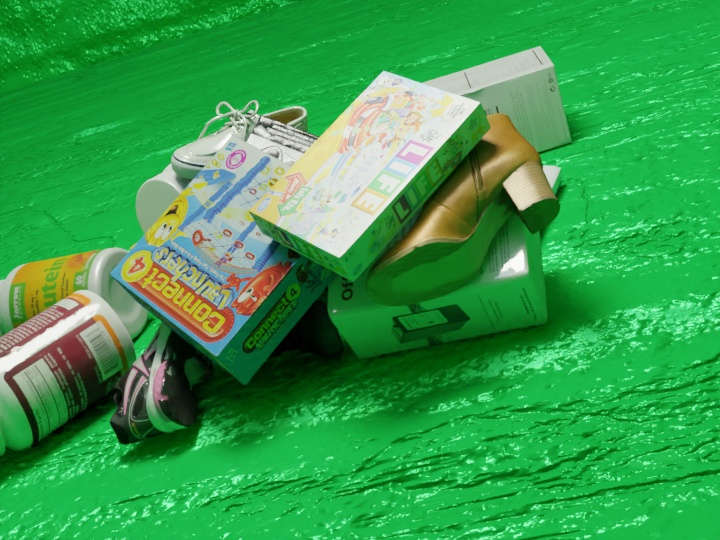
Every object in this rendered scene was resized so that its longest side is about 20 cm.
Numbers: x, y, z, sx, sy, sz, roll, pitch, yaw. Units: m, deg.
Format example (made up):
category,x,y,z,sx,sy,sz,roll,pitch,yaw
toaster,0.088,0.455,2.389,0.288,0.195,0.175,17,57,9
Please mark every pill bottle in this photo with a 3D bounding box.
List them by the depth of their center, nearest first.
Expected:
category,x,y,z,sx,sy,sz,roll,pitch,yaw
pill bottle,-0.345,0.116,1.216,0.199,0.116,0.113,-35,27,-34
pill bottle,-0.367,0.041,1.408,0.197,0.112,0.111,-9,24,23
pill bottle,-0.190,-0.100,1.496,0.113,0.116,0.199,-3,18,34

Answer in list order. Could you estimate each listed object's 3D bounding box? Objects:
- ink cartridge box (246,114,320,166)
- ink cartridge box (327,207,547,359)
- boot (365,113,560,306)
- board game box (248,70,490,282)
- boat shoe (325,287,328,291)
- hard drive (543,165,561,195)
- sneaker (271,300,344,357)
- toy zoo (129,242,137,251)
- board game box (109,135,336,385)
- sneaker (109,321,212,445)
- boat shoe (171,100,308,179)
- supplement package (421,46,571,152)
category,x,y,z,sx,sy,sz,roll,pitch,yaw
ink cartridge box,-0.045,-0.099,1.321,0.198,0.044,0.095,22,74,15
ink cartridge box,0.075,-0.010,1.135,0.197,0.084,0.147,-12,51,17
boot,0.077,-0.060,1.076,0.199,0.071,0.145,-28,44,0
board game box,0.008,-0.093,1.069,0.134,0.034,0.200,26,67,42
boat shoe,-0.001,0.002,1.258,0.197,0.066,0.075,16,63,27
hard drive,0.149,-0.069,1.329,0.130,0.026,0.200,3,30,20
sneaker,-0.092,0.066,1.206,0.103,0.061,0.200,-26,19,-12
toy zoo,-0.237,-0.047,1.623,0.131,0.021,0.199,-35,27,-33
board game box,-0.122,-0.017,1.149,0.199,0.056,0.196,29,74,41
sneaker,-0.213,0.108,1.182,0.085,0.081,0.200,-26,16,10
boat shoe,-0.144,-0.172,1.431,0.200,0.087,0.074,-16,39,-35
supplement package,0.167,-0.208,1.548,0.197,0.111,0.114,-16,22,6
